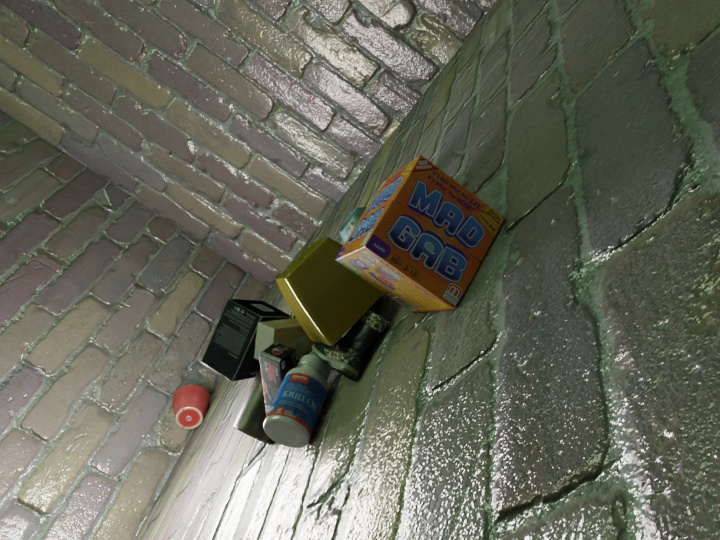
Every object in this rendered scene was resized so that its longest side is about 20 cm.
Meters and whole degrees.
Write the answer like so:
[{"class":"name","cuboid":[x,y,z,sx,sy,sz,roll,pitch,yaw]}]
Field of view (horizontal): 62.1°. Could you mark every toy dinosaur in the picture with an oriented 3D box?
[{"class":"toy dinosaur","cuboid":[0.016,0.107,1.458,0.088,0.047,0.200,-28,33,54]}]

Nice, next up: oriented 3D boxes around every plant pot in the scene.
[{"class":"plant pot","cuboid":[-0.079,0.035,1.383,0.200,0.176,0.200,-45,11,-15]},{"class":"plant pot","cuboid":[0.016,-0.120,1.868,0.200,0.135,0.200,-53,11,15]},{"class":"plant pot","cuboid":[-0.919,0.747,3.227,0.201,0.200,0.177,-53,22,12]}]

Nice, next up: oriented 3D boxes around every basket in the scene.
[{"class":"basket","cuboid":[-0.254,0.363,1.648,0.200,0.136,0.180,-64,2,-21]}]

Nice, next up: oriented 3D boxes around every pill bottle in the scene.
[{"class":"pill bottle","cuboid":[-0.139,0.296,1.386,0.112,0.112,0.200,-45,16,43]}]

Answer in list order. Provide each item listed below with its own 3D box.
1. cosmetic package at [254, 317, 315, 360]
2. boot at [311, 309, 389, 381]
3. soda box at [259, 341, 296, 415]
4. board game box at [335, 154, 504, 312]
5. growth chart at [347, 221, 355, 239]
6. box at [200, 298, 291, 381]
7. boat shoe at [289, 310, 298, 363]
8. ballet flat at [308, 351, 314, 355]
[{"class":"cosmetic package","cuboid":[-0.190,0.189,1.640,0.071,0.200,0.106,15,103,39]},{"class":"boot","cuboid":[-0.023,0.157,1.372,0.154,0.073,0.203,-56,26,-8]},{"class":"soda box","cuboid":[-0.198,0.282,1.479,0.063,0.071,0.201,-37,-47,-49]},{"class":"board game box","cuboid":[0.107,-0.059,1.138,0.200,0.200,0.200,-58,12,-14]},{"class":"growth chart","cuboid":[-0.021,-0.015,1.574,0.145,0.018,0.201,-123,37,-51]},{"class":"box","cuboid":[-0.318,0.195,1.703,0.197,0.124,0.200,-67,-20,3]},{"class":"boat shoe","cuboid":[-0.195,0.202,1.752,0.072,0.201,0.072,12,20,40]},{"class":"ballet flat","cuboid":[-0.100,0.224,1.561,0.200,0.069,0.070,-36,22,58]}]
